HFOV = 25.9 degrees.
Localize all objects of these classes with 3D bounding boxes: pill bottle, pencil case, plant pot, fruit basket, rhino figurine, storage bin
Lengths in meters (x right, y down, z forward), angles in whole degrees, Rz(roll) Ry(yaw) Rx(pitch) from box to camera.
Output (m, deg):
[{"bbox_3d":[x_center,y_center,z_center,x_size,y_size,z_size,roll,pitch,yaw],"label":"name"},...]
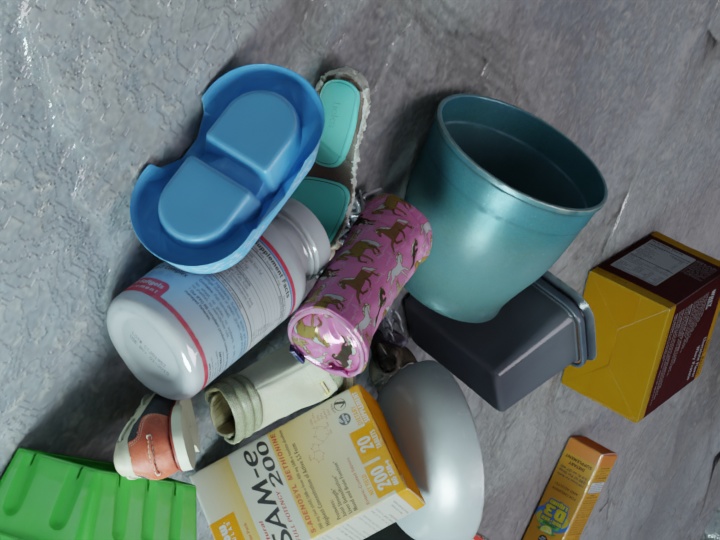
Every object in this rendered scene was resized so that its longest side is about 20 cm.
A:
[{"bbox_3d":[-0.121,0.018,1.392,0.200,0.109,0.109,-40,145,-35],"label":"pill bottle"},{"bbox_3d":[0.004,0.012,1.478,0.087,0.083,0.200,-48,-172,45],"label":"pencil case"},{"bbox_3d":[0.129,-0.055,1.666,0.200,0.200,0.188,-17,144,-52],"label":"plant pot"},{"bbox_3d":[-0.236,0.271,1.370,0.216,0.155,0.216,-30,125,-55],"label":"fruit basket"},{"bbox_3d":[0.040,0.119,1.773,0.060,0.088,0.200,-21,146,6],"label":"rhino figurine"},{"bbox_3d":[0.152,0.066,1.804,0.134,0.200,0.146,-38,144,-18],"label":"storage bin"}]

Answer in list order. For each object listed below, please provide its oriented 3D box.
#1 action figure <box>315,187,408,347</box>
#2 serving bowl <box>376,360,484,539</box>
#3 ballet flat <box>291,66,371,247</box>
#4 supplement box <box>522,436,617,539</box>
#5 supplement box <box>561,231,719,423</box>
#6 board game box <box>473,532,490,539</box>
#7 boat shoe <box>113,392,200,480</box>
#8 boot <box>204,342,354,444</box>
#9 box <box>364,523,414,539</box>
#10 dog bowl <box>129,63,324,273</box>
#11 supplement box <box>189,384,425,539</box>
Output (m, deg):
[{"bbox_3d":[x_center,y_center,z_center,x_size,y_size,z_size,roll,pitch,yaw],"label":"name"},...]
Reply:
[{"bbox_3d":[0.000,0.000,1.616,0.130,0.069,0.200,-30,135,-28],"label":"action figure"},{"bbox_3d":[0.057,0.196,1.640,0.066,0.200,0.200,-7,126,-21],"label":"serving bowl"},{"bbox_3d":[-0.030,-0.100,1.490,0.072,0.072,0.200,-11,125,-55],"label":"ballet flat"},{"bbox_3d":[0.325,0.361,2.444,0.069,0.066,0.200,6,108,-59],"label":"supplement box"},{"bbox_3d":[0.419,0.080,2.287,0.200,0.133,0.197,-26,135,-46],"label":"supplement box"},{"bbox_3d":[0.150,0.472,2.170,0.200,0.151,0.046,-62,151,-1],"label":"board game box"},{"bbox_3d":[-0.180,0.144,1.397,0.200,0.062,0.071,-113,-172,-82],"label":"boat shoe"},{"bbox_3d":[-0.081,0.119,1.572,0.155,0.072,0.200,-29,171,-15],"label":"boot"},{"bbox_3d":[-0.033,0.296,1.755,0.200,0.124,0.149,-14,126,-52],"label":"box"},{"bbox_3d":[-0.110,-0.082,1.333,0.200,0.111,0.050,-54,164,-15],"label":"dog bowl"},{"bbox_3d":[-0.054,0.220,1.566,0.200,0.126,0.074,-30,153,5],"label":"supplement box"}]
